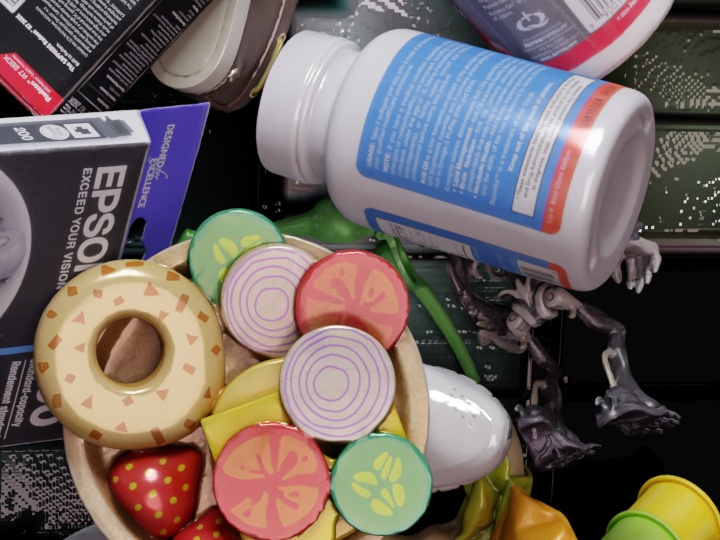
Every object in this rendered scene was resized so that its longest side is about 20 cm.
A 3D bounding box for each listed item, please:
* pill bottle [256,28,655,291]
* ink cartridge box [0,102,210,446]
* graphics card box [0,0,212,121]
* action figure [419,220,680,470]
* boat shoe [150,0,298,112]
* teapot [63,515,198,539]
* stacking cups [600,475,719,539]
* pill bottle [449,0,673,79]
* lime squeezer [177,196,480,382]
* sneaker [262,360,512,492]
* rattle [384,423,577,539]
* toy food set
[{"bbox_3d":[0.049,-0.068,1.282,0.199,0.112,0.113,18,98,20],"label":"pill bottle"},{"bbox_3d":[-0.177,0.007,1.246,0.199,0.043,0.199,-8,130,-35],"label":"ink cartridge box"},{"bbox_3d":[-0.131,-0.180,1.256,0.125,0.051,0.200,42,90,22],"label":"graphics card box"},{"bbox_3d":[0.107,0.011,1.356,0.119,0.102,0.201,-27,66,21],"label":"action figure"},{"bbox_3d":[-0.054,-0.185,1.299,0.059,0.072,0.201,27,79,-57],"label":"boat shoe"},{"bbox_3d":[-0.114,0.242,1.328,0.197,0.146,0.200,-43,108,-1],"label":"teapot"},{"bbox_3d":[0.133,0.194,1.366,0.200,0.060,0.061,-37,111,-40],"label":"stacking cups"},{"bbox_3d":[0.074,-0.199,1.287,0.111,0.111,0.200,-44,115,-1],"label":"pill bottle"},{"bbox_3d":[0.000,0.000,1.361,0.199,0.038,0.071,26,95,-17],"label":"lime squeezer"},{"bbox_3d":[-0.016,0.073,1.293,0.199,0.087,0.075,12,84,14],"label":"sneaker"},{"bbox_3d":[0.017,0.113,1.339,0.130,0.143,0.200,-38,114,16],"label":"rattle"},{"bbox_3d":[-0.058,0.071,1.232,0.197,0.049,0.201,-21,86,-3],"label":"toy food set"}]
